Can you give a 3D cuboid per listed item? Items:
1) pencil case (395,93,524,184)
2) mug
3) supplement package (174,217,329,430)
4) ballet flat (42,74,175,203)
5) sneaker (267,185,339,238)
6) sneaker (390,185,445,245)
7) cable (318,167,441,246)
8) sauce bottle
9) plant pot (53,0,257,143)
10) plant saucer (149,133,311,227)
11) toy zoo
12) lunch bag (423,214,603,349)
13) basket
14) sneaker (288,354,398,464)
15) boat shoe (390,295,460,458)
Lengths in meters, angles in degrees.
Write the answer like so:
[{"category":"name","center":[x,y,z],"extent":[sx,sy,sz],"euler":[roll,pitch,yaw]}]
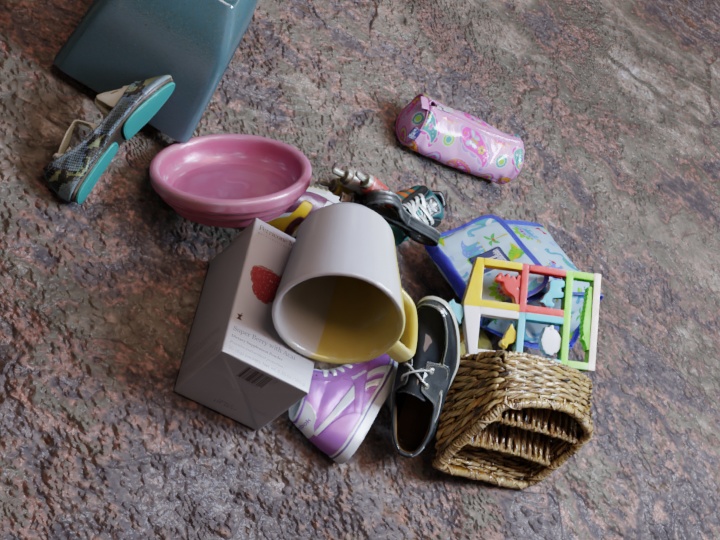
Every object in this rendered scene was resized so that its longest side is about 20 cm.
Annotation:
[{"category":"pencil case","center":[0.150,-0.196,2.022],"extent":[0.200,0.087,0.088],"euler":[21,52,-28]},{"category":"mug","center":[-0.018,0.015,1.571],"extent":[0.149,0.187,0.153],"euler":[-4,44,8]},{"category":"supplement package","center":[-0.123,0.063,1.615],"extent":[0.121,0.120,0.200],"euler":[28,49,-21]},{"category":"ballet flat","center":[-0.306,-0.173,1.624],"extent":[0.074,0.074,0.200],"euler":[40,71,-10]},{"category":"sneaker","center":[-0.050,-0.053,1.780],"extent":[0.200,0.075,0.090],"euler":[3,56,-36]},{"category":"sneaker","center":[0.066,-0.080,1.827],"extent":[0.200,0.080,0.071],"euler":[-48,120,-71]},{"category":"cable","center":[0.045,-0.080,1.680],"extent":[0.200,0.097,0.050],"euler":[20,76,-41]},{"category":"sauce bottle","center":[0.108,0.133,1.789],"extent":[0.065,0.065,0.200],"euler":[53,43,3]},{"category":"plant pot","center":[-0.234,-0.325,1.705],"extent":[0.196,0.200,0.196],"euler":[31,44,-12]},{"category":"plant saucer","center":[-0.161,-0.109,1.688],"extent":[0.200,0.051,0.201],"euler":[2,29,-1]},{"category":"toy zoo","center":[0.210,0.056,1.756],"extent":[0.200,0.020,0.131],"euler":[8,78,-8]},{"category":"lunch bag","center":[0.203,0.015,1.872],"extent":[0.200,0.128,0.170],"euler":[2,37,-33]},{"category":"basket","center":[0.207,0.195,1.733],"extent":[0.200,0.143,0.149],"euler":[22,66,-42]},{"category":"sneaker","center":[-0.021,0.131,1.688],"extent":[0.114,0.073,0.201],"euler":[38,46,-8]},{"category":"boat shoe","center":[0.076,0.131,1.655],"extent":[0.072,0.200,0.068],"euler":[14,16,14]}]
